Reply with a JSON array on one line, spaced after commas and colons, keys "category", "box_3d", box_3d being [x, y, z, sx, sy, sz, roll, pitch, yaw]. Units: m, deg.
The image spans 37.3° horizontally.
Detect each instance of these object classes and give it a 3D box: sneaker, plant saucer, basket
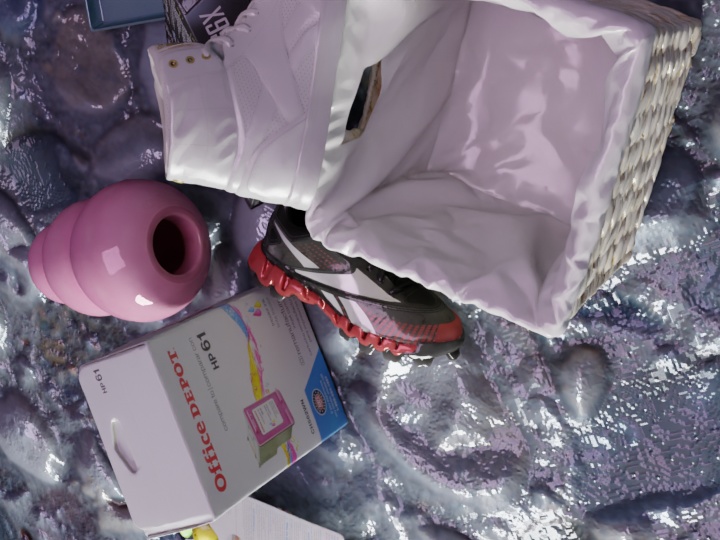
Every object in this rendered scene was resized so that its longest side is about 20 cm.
[{"category": "sneaker", "box_3d": [-0.073, -0.146, 0.668, 0.115, 0.074, 0.202, 9, 84, -13]}, {"category": "plant saucer", "box_3d": [-0.159, -0.250, 0.906, 0.199, 0.019, 0.070, 0, 104, 33]}, {"category": "basket", "box_3d": [0.094, -0.097, 0.709, 0.199, 0.161, 0.200, 23, 115, 23]}, {"category": "sneaker", "box_3d": [0.000, 0.000, 0.849, 0.200, 0.071, 0.099, 29, 120, 23]}]

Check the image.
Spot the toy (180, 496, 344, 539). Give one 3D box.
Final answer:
[{"category": "toy", "box_3d": [-0.083, 0.257, 0.992, 0.199, 0.047, 0.116, 11, 113, 32]}]

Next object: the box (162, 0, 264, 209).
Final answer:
[{"category": "box", "box_3d": [-0.094, -0.138, 0.803, 0.050, 0.200, 0.159, -27, 89, -9]}]

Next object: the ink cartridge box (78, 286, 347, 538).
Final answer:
[{"category": "ink cartridge box", "box_3d": [-0.113, 0.105, 0.872, 0.084, 0.200, 0.145, -19, 94, 34]}]

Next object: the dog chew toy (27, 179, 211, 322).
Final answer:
[{"category": "dog chew toy", "box_3d": [-0.227, -0.013, 0.961, 0.199, 0.124, 0.126, -7, 100, 41]}]
